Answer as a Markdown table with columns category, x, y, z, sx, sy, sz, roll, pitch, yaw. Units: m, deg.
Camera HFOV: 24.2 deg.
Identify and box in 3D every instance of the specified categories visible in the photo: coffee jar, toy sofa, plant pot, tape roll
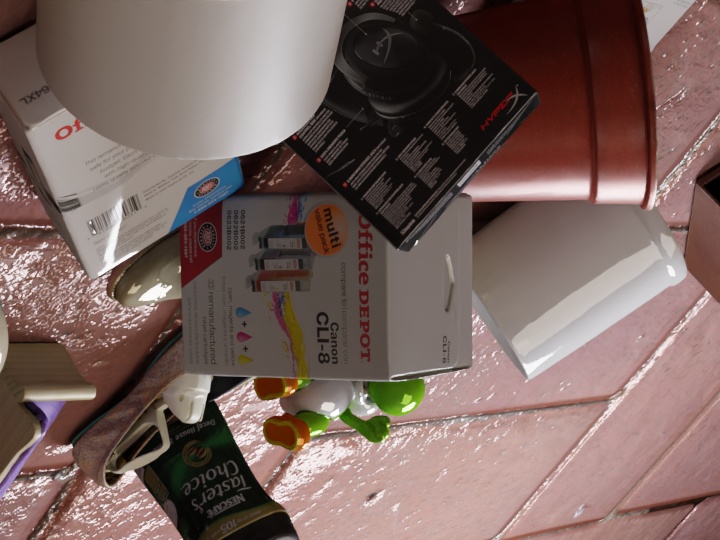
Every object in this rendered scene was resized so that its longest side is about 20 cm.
| category | x | y | z | sx | sy | sz | roll | pitch | yaw |
| --- | --- | --- | --- | --- | --- | --- | --- | --- | --- |
| coffee jar | -0.144 | 0.221 | 1.636 | 0.104 | 0.201 | 0.086 | -24 | 150 | -25 |
| toy sofa | -0.313 | 0.164 | 1.464 | 0.082 | 0.098 | 0.201 | 3 | 131 | -50 |
| plant pot | 0.137 | -0.142 | 1.404 | 0.193 | 0.203 | 0.201 | -6 | 150 | 3 |
| tape roll | -0.105 | -0.190 | 1.068 | 0.201 | 0.203 | 0.140 | -22 | 149 | -27 |

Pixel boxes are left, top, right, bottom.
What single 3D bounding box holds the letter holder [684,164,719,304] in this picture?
| category | x | y | z | sx | sy | sz | roll | pitch | yaw |
| --- | --- | --- | --- | --- | --- | --- | --- | --- | --- |
| letter holder | 0.483 | -0.032 | 2.053 | 0.100 | 0.143 | 0.201 | -31 | 152 | -12 |

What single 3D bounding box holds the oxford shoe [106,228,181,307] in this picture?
| category | x | y | z | sx | sy | sz | roll | pitch | yaw |
| --- | --- | --- | --- | --- | --- | --- | --- | --- | --- |
| oxford shoe | -0.124 | -0.005 | 1.457 | 0.198 | 0.074 | 0.071 | -22 | 149 | -27 |

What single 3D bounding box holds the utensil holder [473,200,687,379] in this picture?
| category | x | y | z | sx | sy | sz | roll | pitch | yaw |
| --- | --- | --- | --- | --- | --- | --- | --- | --- | --- |
| utensil holder | 0.213 | -0.005 | 1.752 | 0.199 | 0.171 | 0.170 | -35 | 152 | -1 |

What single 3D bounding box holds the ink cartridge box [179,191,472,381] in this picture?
| category | x | y | z | sx | sy | sz | roll | pitch | yaw |
| --- | --- | --- | --- | --- | --- | --- | --- | --- | --- |
| ink cartridge box | -0.025 | 0.010 | 1.346 | 0.198 | 0.147 | 0.144 | -1 | -178 | 30 |

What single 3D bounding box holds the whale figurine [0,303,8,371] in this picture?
| category | x | y | z | sx | sy | sz | roll | pitch | yaw |
| --- | --- | --- | --- | --- | --- | --- | --- | --- | --- |
| whale figurine | -0.352 | 0.023 | 1.236 | 0.159 | 0.104 | 0.200 | -41 | 128 | 6 |

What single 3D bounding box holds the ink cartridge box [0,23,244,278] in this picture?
| category | x | y | z | sx | sy | sz | roll | pitch | yaw |
| --- | --- | --- | --- | --- | --- | --- | --- | --- | --- |
| ink cartridge box | -0.177 | -0.106 | 1.232 | 0.145 | 0.085 | 0.201 | -31 | 151 | -13 |

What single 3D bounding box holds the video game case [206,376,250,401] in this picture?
| category | x | y | z | sx | sy | sz | roll | pitch | yaw |
| --- | --- | --- | --- | --- | --- | --- | --- | --- | --- |
| video game case | -0.050 | 0.062 | 1.604 | 0.180 | 0.026 | 0.200 | -27 | 177 | -24 |

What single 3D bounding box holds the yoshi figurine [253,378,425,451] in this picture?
| category | x | y | z | sx | sy | sz | roll | pitch | yaw |
| --- | --- | --- | --- | --- | --- | --- | --- | --- | --- |
| yoshi figurine | -0.008 | 0.126 | 1.759 | 0.199 | 0.112 | 0.113 | -11 | 136 | -46 |

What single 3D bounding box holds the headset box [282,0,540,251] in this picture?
| category | x | y | z | sx | sy | sz | roll | pitch | yaw |
| --- | --- | --- | --- | --- | --- | --- | --- | --- | --- |
| headset box | 0.007 | -0.135 | 1.202 | 0.149 | 0.200 | 0.077 | -48 | 173 | 5 |

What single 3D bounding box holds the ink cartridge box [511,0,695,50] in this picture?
| category | x | y | z | sx | sy | sz | roll | pitch | yaw |
| --- | --- | --- | --- | --- | --- | --- | --- | --- | --- |
| ink cartridge box | 0.211 | -0.227 | 1.549 | 0.199 | 0.045 | 0.177 | 2 | 134 | -51 |

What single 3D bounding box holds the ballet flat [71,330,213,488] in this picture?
| category | x | y | z | sx | sy | sz | roll | pitch | yaw |
| --- | --- | --- | --- | --- | --- | --- | --- | --- | --- |
| ballet flat | -0.189 | 0.132 | 1.594 | 0.200 | 0.067 | 0.068 | -45 | 152 | 13 |
